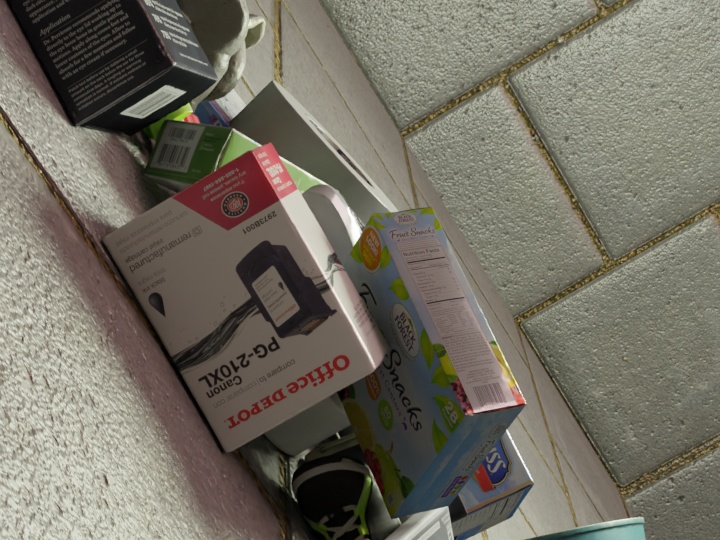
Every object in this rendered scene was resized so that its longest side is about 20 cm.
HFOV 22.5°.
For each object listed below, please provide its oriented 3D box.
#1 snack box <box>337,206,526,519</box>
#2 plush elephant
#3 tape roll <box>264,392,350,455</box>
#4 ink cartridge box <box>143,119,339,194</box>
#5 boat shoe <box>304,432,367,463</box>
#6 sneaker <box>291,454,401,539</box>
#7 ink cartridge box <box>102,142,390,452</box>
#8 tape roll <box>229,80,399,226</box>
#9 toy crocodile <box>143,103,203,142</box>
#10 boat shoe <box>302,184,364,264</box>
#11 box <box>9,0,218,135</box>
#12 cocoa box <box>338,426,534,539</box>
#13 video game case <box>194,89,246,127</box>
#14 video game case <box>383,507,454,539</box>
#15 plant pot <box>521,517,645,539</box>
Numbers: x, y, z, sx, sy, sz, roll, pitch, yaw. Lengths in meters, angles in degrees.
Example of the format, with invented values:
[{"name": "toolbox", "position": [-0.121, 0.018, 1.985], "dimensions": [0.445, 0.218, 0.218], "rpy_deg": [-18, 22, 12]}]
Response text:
[{"name": "snack box", "position": [0.043, 0.077, 1.513], "dimensions": [0.201, 0.067, 0.169], "rpy_deg": [65, -34, 27]}, {"name": "plush elephant", "position": [-0.175, -0.255, 1.826], "dimensions": [0.165, 0.200, 0.155], "rpy_deg": [51, -7, -12]}, {"name": "tape roll", "position": [-0.075, 0.063, 1.631], "dimensions": [0.203, 0.071, 0.203], "rpy_deg": [58, 9, -14]}, {"name": "ink cartridge box", "position": [-0.091, -0.071, 1.672], "dimensions": [0.103, 0.060, 0.200], "rpy_deg": [13, -11, 47]}, {"name": "boat shoe", "position": [0.043, 0.144, 1.662], "dimensions": [0.063, 0.199, 0.071], "rpy_deg": [53, -15, 17]}, {"name": "sneaker", "position": [0.010, 0.242, 1.550], "dimensions": [0.200, 0.071, 0.083], "rpy_deg": [55, 12, -31]}, {"name": "ink cartridge box", "position": [-0.089, 0.022, 1.446], "dimensions": [0.201, 0.144, 0.084], "rpy_deg": [60, 11, -3]}, {"name": "tape roll", "position": [-0.044, -0.100, 1.848], "dimensions": [0.200, 0.066, 0.200], "rpy_deg": [46, 5, -5]}, {"name": "toy crocodile", "position": [-0.156, -0.111, 1.745], "dimensions": [0.200, 0.062, 0.068], "rpy_deg": [48, 16, -55]}, {"name": "boat shoe", "position": [0.000, 0.000, 1.654], "dimensions": [0.068, 0.071, 0.201], "rpy_deg": [-44, 123, -37]}, {"name": "box", "position": [-0.229, -0.232, 1.581], "dimensions": [0.201, 0.104, 0.148], "rpy_deg": [61, 10, 5]}, {"name": "cocoa box", "position": [0.062, 0.163, 1.765], "dimensions": [0.134, 0.131, 0.201], "rpy_deg": [103, -37, -68]}, {"name": "video game case", "position": [-0.116, -0.113, 1.951], "dimensions": [0.200, 0.045, 0.181], "rpy_deg": [52, 8, -2]}, {"name": "video game case", "position": [0.059, 0.303, 1.532], "dimensions": [0.200, 0.023, 0.183], "rpy_deg": [-17, 97, -74]}, {"name": "plant pot", "position": [0.243, 0.393, 2.037], "dimensions": [0.200, 0.199, 0.189], "rpy_deg": [30, 47, -72]}]
